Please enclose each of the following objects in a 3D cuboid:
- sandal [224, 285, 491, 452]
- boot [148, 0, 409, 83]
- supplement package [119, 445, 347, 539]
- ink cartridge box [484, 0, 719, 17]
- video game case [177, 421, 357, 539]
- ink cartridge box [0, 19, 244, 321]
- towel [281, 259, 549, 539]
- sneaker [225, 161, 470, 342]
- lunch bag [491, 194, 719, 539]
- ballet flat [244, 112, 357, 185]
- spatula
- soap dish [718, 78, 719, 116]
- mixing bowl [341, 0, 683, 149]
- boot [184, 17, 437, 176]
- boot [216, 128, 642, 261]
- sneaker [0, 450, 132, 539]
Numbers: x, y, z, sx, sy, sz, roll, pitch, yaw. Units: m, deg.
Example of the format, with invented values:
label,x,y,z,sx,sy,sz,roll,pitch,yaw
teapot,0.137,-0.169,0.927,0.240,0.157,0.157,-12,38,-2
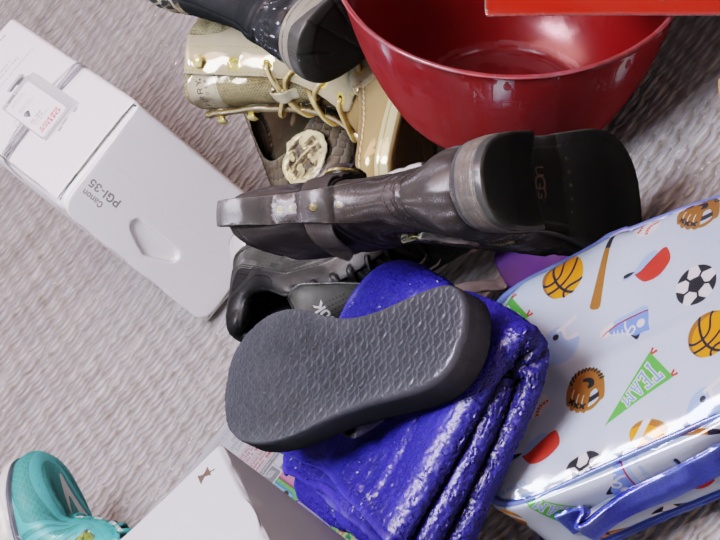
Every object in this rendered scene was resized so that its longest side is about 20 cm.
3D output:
label,x,y,z,sx,sy,sz,roll,pitch,yaw
sandal,-0.002,0.057,1.462,0.200,0.043,0.076,-10,61,49
boot,-0.021,-0.197,1.729,0.153,0.074,0.203,23,47,36
supplement package,-0.030,0.204,1.388,0.120,0.200,0.121,-43,35,9
ink cartridge box,0.162,-0.212,1.594,0.199,0.044,0.174,-1,43,0
video game case,-0.033,0.125,1.618,0.200,0.022,0.182,-53,35,-6
ink cartridge box,-0.161,-0.066,1.824,0.083,0.146,0.200,-52,36,-3
towel,0.021,0.074,1.487,0.148,0.049,0.200,-67,23,2
sneaker,0.000,0.000,1.636,0.199,0.066,0.091,-17,40,33
lunch bag,0.149,0.056,1.440,0.200,0.076,0.161,-28,43,27
ballet flat,-0.051,-0.106,1.829,0.067,0.046,0.200,-41,36,14
spatula,0.046,0.019,1.612,0.200,0.021,0.057,-30,35,0
soap dish,0.237,0.003,1.287,0.157,0.081,0.201,-4,87,23
mixing bowl,0.085,-0.133,1.619,0.199,0.109,0.201,-1,43,1
boot,-0.032,-0.107,1.736,0.155,0.073,0.200,-5,45,11
boot,0.041,-0.034,1.528,0.174,0.200,0.070,-9,78,36
sneaker,-0.145,0.175,1.634,0.080,0.077,0.200,-50,50,19
